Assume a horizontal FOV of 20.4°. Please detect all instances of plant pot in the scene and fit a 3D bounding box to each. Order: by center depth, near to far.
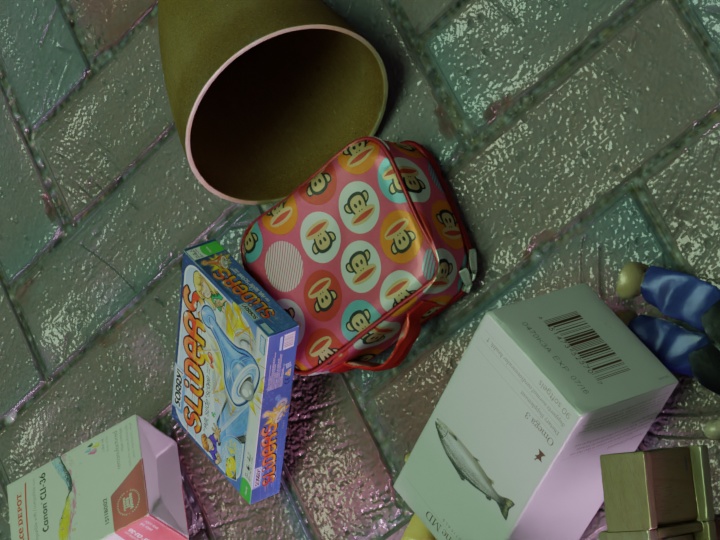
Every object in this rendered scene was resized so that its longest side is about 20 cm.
[{"bbox_3d":[-0.099,-0.192,1.749,0.187,0.186,0.200,-54,44,24],"label":"plant pot"}]

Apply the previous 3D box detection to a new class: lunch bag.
[{"bbox_3d":[0.000,0.000,1.707,0.200,0.082,0.177,-35,69,32],"label":"lunch bag"}]

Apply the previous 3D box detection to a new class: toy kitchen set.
[{"bbox_3d":[0.292,0.220,1.412,0.180,0.163,0.201,-10,83,42],"label":"toy kitchen set"}]

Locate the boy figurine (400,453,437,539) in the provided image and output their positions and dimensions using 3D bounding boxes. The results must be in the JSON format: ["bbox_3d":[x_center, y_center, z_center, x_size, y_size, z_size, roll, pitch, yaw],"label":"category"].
[{"bbox_3d":[0.055,0.236,1.638,0.064,0.124,0.201,-1,69,20],"label":"boy figurine"}]

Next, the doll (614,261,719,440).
[{"bbox_3d":[0.278,0.063,1.506,0.200,0.048,0.137,23,104,40],"label":"doll"}]

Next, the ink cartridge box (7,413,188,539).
[{"bbox_3d":[-0.263,0.235,1.872,0.200,0.067,0.117,-30,48,20],"label":"ink cartridge box"}]

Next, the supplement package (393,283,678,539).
[{"bbox_3d":[0.133,0.128,1.550,0.117,0.117,0.200,48,132,28],"label":"supplement package"}]

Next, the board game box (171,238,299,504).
[{"bbox_3d":[-0.114,0.090,1.769,0.135,0.034,0.201,43,140,36],"label":"board game box"}]

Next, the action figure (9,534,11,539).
[{"bbox_3d":[-0.315,0.327,1.963,0.199,0.069,0.131,13,102,41],"label":"action figure"}]
